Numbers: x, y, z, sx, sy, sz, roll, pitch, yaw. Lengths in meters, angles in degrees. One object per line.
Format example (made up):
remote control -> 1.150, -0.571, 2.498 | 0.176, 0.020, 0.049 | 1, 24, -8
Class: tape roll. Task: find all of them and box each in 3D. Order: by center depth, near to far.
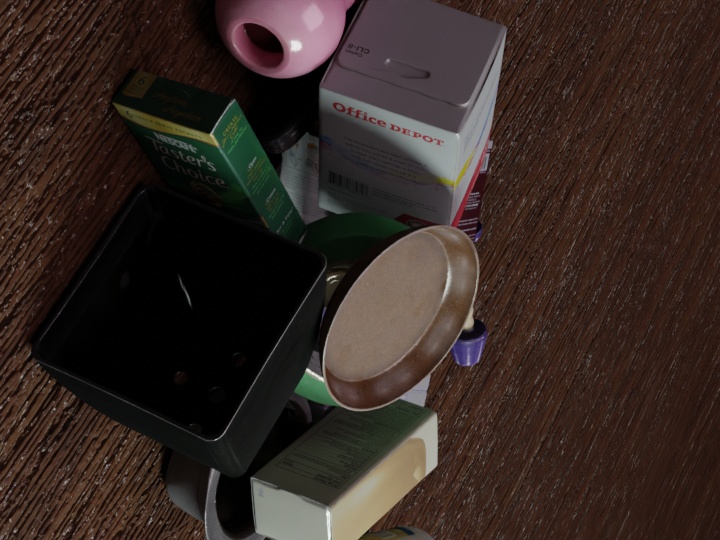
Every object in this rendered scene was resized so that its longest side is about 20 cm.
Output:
tape roll -> -0.007, 0.041, 1.615 | 0.048, 0.198, 0.202 | -107, -168, -59

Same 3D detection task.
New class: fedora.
fedora -> -0.134, 0.193, 1.647 | 0.201, 0.090, 0.178 | -56, 147, -30

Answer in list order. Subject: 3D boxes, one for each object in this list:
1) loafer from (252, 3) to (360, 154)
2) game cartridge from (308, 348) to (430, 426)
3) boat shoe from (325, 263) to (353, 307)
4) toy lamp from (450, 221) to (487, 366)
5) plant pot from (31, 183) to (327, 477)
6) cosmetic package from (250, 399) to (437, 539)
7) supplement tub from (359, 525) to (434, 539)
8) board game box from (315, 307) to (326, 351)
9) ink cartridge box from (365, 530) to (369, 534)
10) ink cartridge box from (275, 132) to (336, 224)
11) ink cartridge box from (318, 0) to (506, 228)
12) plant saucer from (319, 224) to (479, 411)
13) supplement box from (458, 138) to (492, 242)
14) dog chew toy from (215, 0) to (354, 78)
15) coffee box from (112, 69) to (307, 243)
loafer -> -0.038, -0.182, 1.632 | 0.201, 0.072, 0.073 | -54, 138, -30
game cartridge -> 0.011, 0.131, 1.791 | 0.199, 0.038, 0.131 | 8, 99, -55
boat shoe -> 0.000, 0.000, 1.719 | 0.200, 0.071, 0.077 | 18, 47, -60
toy lamp -> 0.133, 0.032, 2.060 | 0.058, 0.058, 0.202 | -42, 136, -43
plant pot -> -0.150, 0.075, 1.478 | 0.200, 0.199, 0.178 | -59, 159, -25
cosmetic package -> -0.013, 0.207, 1.660 | 0.200, 0.105, 0.072 | -35, 131, -45
supplement tub -> -0.005, 0.384, 1.867 | 0.199, 0.144, 0.146 | -7, 112, -35
board game box -> -0.030, 0.135, 1.862 | 0.199, 0.026, 0.202 | -18, 119, -56
ink cartridge box -> 0.001, 0.185, 1.870 | 0.201, 0.047, 0.198 | -63, 148, -12
ink cartridge box -> -0.062, -0.069, 1.705 | 0.160, 0.047, 0.202 | 15, 75, -60
ink cartridge box -> 0.048, -0.149, 1.579 | 0.201, 0.144, 0.145 | 94, 18, -59
plant saucer -> 0.031, 0.039, 1.527 | 0.199, 0.034, 0.202 | -28, 136, -30
supplement box -> 0.079, -0.064, 1.864 | 0.061, 0.108, 0.202 | -11, 115, -58
dog chew toy -> -0.055, -0.275, 1.524 | 0.201, 0.123, 0.125 | -61, 149, -36
coffee box -> -0.135, -0.095, 1.471 | 0.044, 0.122, 0.200 | -57, 148, -21
